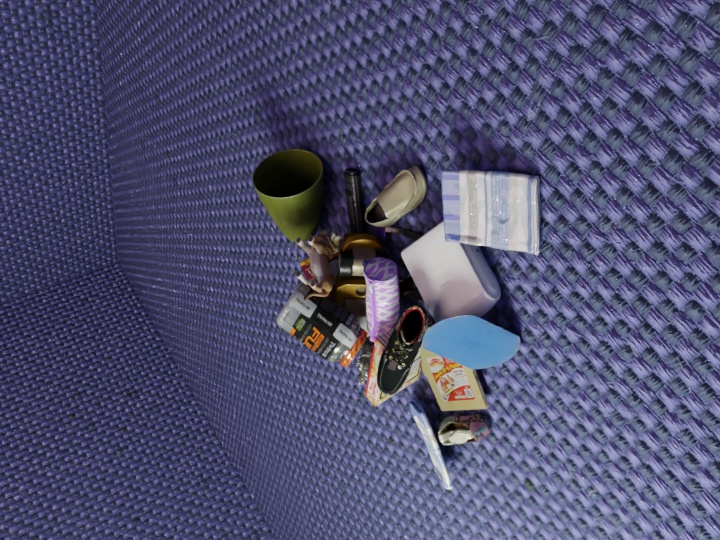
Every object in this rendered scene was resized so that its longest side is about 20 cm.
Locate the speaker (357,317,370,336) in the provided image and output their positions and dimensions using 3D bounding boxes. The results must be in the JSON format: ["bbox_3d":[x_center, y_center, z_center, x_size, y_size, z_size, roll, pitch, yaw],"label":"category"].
[{"bbox_3d":[-0.026,0.138,1.688,0.081,0.195,0.083,166,89,-76],"label":"speaker"}]

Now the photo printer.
[{"bbox_3d":[0.187,0.011,1.381,0.165,0.069,0.203,-34,79,43],"label":"photo printer"}]

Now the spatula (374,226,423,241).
[{"bbox_3d":[0.087,-0.090,1.547,0.198,0.020,0.058,20,117,50],"label":"spatula"}]

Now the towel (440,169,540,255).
[{"bbox_3d":[0.237,-0.109,1.240,0.196,0.024,0.151,11,118,33],"label":"towel"}]

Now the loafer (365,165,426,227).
[{"bbox_3d":[0.075,-0.151,1.472,0.077,0.067,0.200,58,141,14],"label":"loafer"}]

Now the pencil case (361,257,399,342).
[{"bbox_3d":[0.048,0.066,1.530,0.082,0.086,0.203,13,135,21],"label":"pencil case"}]

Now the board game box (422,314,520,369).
[{"bbox_3d":[0.224,0.131,1.363,0.158,0.197,0.040,-43,32,44],"label":"board game box"}]

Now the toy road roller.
[{"bbox_3d":[0.000,0.000,1.626,0.148,0.119,0.203,-96,10,-50],"label":"toy road roller"}]

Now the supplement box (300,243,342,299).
[{"bbox_3d":[-0.065,0.047,1.785,0.085,0.109,0.204,-22,91,58],"label":"supplement box"}]

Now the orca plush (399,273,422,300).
[{"bbox_3d":[0.115,0.029,1.529,0.198,0.070,0.108,9,116,55],"label":"orca plush"}]

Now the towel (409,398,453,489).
[{"bbox_3d":[0.173,0.425,1.659,0.147,0.023,0.204,-153,42,-83],"label":"towel"}]

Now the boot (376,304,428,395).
[{"bbox_3d":[0.084,0.165,1.411,0.072,0.208,0.154,24,177,7],"label":"boot"}]

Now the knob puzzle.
[{"bbox_3d":[0.206,0.219,1.544,0.219,0.030,0.224,37,138,42],"label":"knob puzzle"}]

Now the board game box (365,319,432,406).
[{"bbox_3d":[0.090,0.213,1.605,0.046,0.150,0.203,40,139,32],"label":"board game box"}]

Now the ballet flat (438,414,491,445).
[{"bbox_3d":[0.225,0.378,1.573,0.070,0.070,0.199,64,149,4],"label":"ballet flat"}]

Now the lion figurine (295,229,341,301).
[{"bbox_3d":[-0.093,-0.008,1.556,0.071,0.122,0.205,-10,64,29],"label":"lion figurine"}]

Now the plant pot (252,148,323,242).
[{"bbox_3d":[-0.172,-0.179,1.776,0.187,0.185,0.203,41,155,36],"label":"plant pot"}]

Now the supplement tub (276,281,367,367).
[{"bbox_3d":[-0.087,0.128,1.571,0.198,0.123,0.123,35,144,0],"label":"supplement tub"}]

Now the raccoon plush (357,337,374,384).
[{"bbox_3d":[0.010,0.231,1.758,0.198,0.132,0.099,0,111,57],"label":"raccoon plush"}]

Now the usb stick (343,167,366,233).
[{"bbox_3d":[-0.012,-0.148,1.656,0.055,0.032,0.205,31,134,55],"label":"usb stick"}]
